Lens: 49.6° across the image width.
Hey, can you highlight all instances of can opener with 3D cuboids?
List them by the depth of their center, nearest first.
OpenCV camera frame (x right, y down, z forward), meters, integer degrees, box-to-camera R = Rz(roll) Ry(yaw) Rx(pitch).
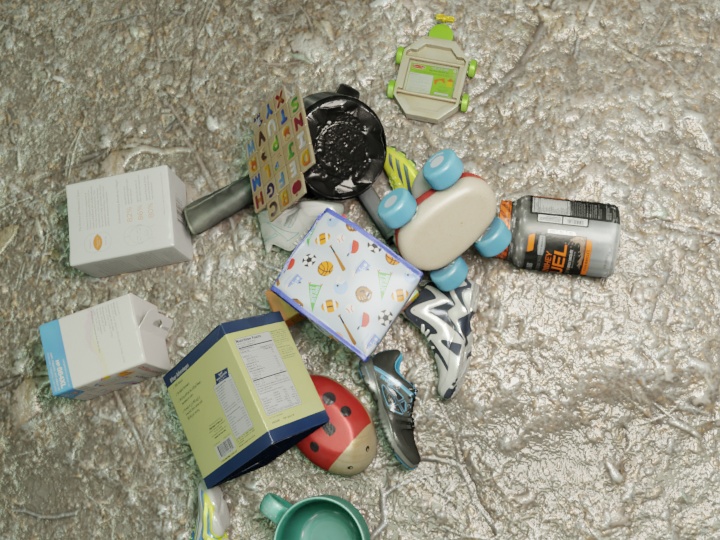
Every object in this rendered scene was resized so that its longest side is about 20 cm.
[{"bbox_3d":[0.039,-0.060,1.387,0.066,0.053,0.202,-32,74,-1],"label":"can opener"}]

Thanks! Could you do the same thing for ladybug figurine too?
[{"bbox_3d":[-0.058,0.258,1.318,0.199,0.072,0.136,40,85,14],"label":"ladybug figurine"}]

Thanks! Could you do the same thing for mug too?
[{"bbox_3d":[-0.063,0.428,1.259,0.149,0.115,0.189,-24,74,2],"label":"mug"}]

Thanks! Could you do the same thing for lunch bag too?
[{"bbox_3d":[-0.023,0.021,1.249,0.198,0.124,0.172,34,83,5],"label":"lunch bag"}]

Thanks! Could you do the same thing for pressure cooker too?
[{"bbox_3d":[-0.054,-0.220,1.366,0.172,0.200,0.182,-23,109,-6],"label":"pressure cooker"}]

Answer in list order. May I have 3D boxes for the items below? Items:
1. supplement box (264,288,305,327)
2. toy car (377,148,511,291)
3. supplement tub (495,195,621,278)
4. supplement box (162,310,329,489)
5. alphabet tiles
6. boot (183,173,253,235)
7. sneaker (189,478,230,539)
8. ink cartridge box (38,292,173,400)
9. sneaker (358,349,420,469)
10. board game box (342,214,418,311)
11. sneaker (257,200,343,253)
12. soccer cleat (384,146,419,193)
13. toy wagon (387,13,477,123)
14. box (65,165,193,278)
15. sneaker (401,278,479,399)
[{"bbox_3d":[-0.066,0.026,1.376,0.197,0.069,0.068,-28,75,3],"label":"supplement box"},{"bbox_3d":[0.122,-0.108,1.285,0.176,0.201,0.185,-38,118,9],"label":"toy car"},{"bbox_3d":[0.328,-0.059,1.310,0.195,0.123,0.126,7,78,10],"label":"supplement tub"},{"bbox_3d":[-0.190,0.209,1.271,0.199,0.133,0.203,-39,71,36],"label":"supplement box"},{"bbox_3d":[-0.136,-0.193,1.282,0.165,0.006,0.205,-33,61,40],"label":"alphabet tiles"},{"bbox_3d":[-0.220,-0.126,1.390,0.196,0.182,0.074,-23,107,-5],"label":"boot"},{"bbox_3d":[-0.266,0.458,1.301,0.103,0.076,0.205,-17,76,4],"label":"sneaker"},{"bbox_3d":[-0.433,0.133,1.369,0.195,0.129,0.128,-19,76,4],"label":"ink cartridge box"},{"bbox_3d":[0.065,0.230,1.307,0.080,0.073,0.204,-23,76,2],"label":"sneaker"},{"bbox_3d":[0.000,0.000,1.327,0.095,0.030,0.200,-42,71,-4],"label":"board game box"},{"bbox_3d":[-0.102,-0.078,1.377,0.197,0.070,0.083,-10,83,42],"label":"sneaker"},{"bbox_3d":[0.087,-0.136,1.392,0.083,0.065,0.201,-38,76,0],"label":"soccer cleat"},{"bbox_3d":[0.139,-0.377,1.452,0.151,0.040,0.205,12,79,10],"label":"toy wagon"},{"bbox_3d":[-0.422,-0.087,1.429,0.195,0.106,0.156,-10,76,5],"label":"box"},{"bbox_3d":[0.123,0.108,1.329,0.127,0.079,0.205,9,92,24],"label":"sneaker"}]
